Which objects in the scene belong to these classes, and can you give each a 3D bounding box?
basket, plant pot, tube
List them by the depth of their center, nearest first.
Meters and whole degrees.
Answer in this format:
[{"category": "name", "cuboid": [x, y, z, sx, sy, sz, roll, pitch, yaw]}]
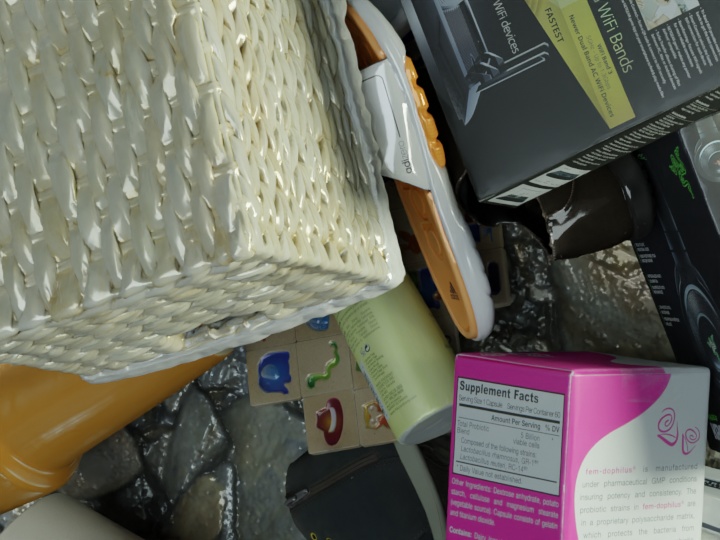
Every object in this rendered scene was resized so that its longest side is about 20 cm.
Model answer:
[{"category": "basket", "cuboid": [-0.111, -0.064, 1.176, 0.198, 0.161, 0.201, -18, 76, 23]}, {"category": "tube", "cuboid": [0.000, 0.000, 1.313, 0.058, 0.052, 0.200, -38, 70, 24]}, {"category": "plant pot", "cuboid": [-0.178, 0.022, 1.358, 0.183, 0.200, 0.201, -22, 93, 17]}]

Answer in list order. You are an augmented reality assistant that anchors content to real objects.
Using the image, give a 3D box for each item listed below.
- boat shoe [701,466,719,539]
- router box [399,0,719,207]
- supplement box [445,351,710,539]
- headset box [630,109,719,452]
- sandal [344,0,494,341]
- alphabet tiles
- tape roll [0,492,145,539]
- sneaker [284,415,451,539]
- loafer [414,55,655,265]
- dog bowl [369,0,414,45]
[{"category": "boat shoe", "cuboid": [0.210, 0.158, 1.317, 0.199, 0.071, 0.070, 16, 108, 18]}, {"category": "router box", "cuboid": [0.097, -0.153, 1.127, 0.157, 0.052, 0.201, -25, 78, 22]}, {"category": "supplement box", "cuboid": [0.113, 0.146, 1.236, 0.103, 0.101, 0.201, 8, 95, 54]}, {"category": "headset box", "cuboid": [0.212, -0.008, 1.218, 0.092, 0.174, 0.201, -22, 94, -7]}, {"category": "sandal", "cuboid": [0.012, -0.051, 1.248, 0.059, 0.079, 0.207, -23, 94, -14]}, {"category": "alphabet tiles", "cuboid": [0.006, 0.002, 1.354, 0.167, 0.008, 0.201, -11, 77, 20]}, {"category": "tape roll", "cuboid": [-0.171, 0.254, 1.395, 0.139, 0.203, 0.203, 27, 108, 13]}, {"category": "sneaker", "cuboid": [0.029, 0.168, 1.357, 0.106, 0.075, 0.200, -41, 52, 28]}, {"category": "loafer", "cuboid": [0.074, -0.066, 1.258, 0.200, 0.071, 0.073, 36, 148, 49]}, {"category": "dog bowl", "cuboid": [-0.036, -0.208, 1.325, 0.199, 0.079, 0.201, 4, 101, 19]}]
